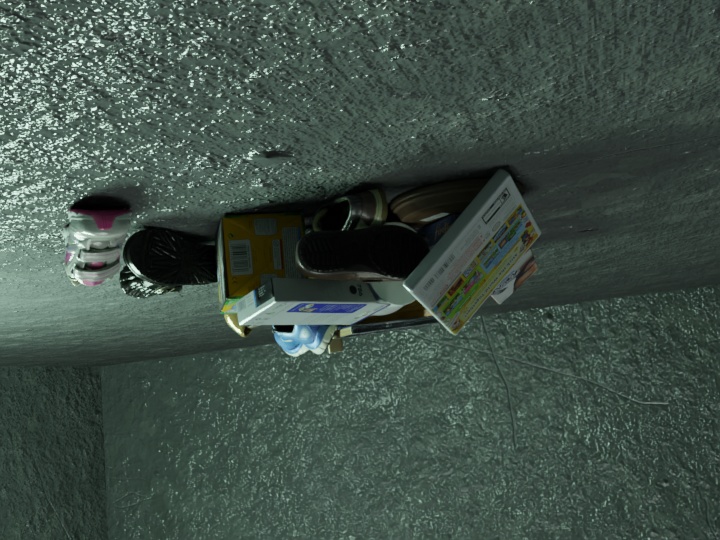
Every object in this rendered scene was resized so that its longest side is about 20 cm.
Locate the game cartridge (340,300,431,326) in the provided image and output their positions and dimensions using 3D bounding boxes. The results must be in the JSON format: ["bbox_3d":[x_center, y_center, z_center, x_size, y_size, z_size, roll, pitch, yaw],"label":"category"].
[{"bbox_3d":[0.058,0.014,1.357,0.197,0.177,0.033,-7,134,4],"label":"game cartridge"}]

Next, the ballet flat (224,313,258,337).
[{"bbox_3d":[-0.136,0.038,1.305,0.199,0.063,0.069,-40,157,1],"label":"ballet flat"}]

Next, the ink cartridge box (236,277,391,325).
[{"bbox_3d":[-0.063,0.045,1.081,0.198,0.040,0.099,5,155,-40],"label":"ink cartridge box"}]

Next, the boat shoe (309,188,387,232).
[{"bbox_3d":[-0.037,-0.064,1.089,0.065,0.073,0.200,6,161,-31],"label":"boat shoe"}]

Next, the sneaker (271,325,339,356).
[{"bbox_3d":[-0.111,0.094,1.345,0.089,0.079,0.200,37,158,-15],"label":"sneaker"}]

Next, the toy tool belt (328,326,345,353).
[{"bbox_3d":[-0.004,0.060,1.454,0.199,0.123,0.125,-32,165,-17],"label":"toy tool belt"}]

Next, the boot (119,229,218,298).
[{"bbox_3d":[-0.328,-0.005,1.215,0.156,0.081,0.210,-6,168,29],"label":"boot"}]

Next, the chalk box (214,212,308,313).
[{"bbox_3d":[-0.156,-0.004,1.194,0.122,0.126,0.200,-4,172,-14],"label":"chalk box"}]

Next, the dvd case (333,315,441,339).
[{"bbox_3d":[0.039,0.092,1.270,0.147,0.016,0.200,-7,174,-11],"label":"dvd case"}]

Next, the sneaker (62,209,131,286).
[{"bbox_3d":[-0.347,-0.028,1.029,0.080,0.089,0.200,-2,170,-24],"label":"sneaker"}]

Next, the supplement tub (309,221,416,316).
[{"bbox_3d":[0.000,0.000,1.210,0.143,0.146,0.199,0,173,-35],"label":"supplement tub"}]

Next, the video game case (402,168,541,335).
[{"bbox_3d":[0.160,-0.019,1.079,0.023,0.200,0.182,39,179,35],"label":"video game case"}]

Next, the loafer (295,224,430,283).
[{"bbox_3d":[0.001,-0.021,1.036,0.198,0.074,0.071,5,168,-24],"label":"loafer"}]

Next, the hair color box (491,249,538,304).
[{"bbox_3d":[0.273,-0.005,1.482,0.111,0.064,0.200,-44,162,6],"label":"hair color box"}]

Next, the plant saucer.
[{"bbox_3d":[0.142,-0.093,1.141,0.197,0.030,0.200,-5,172,-1],"label":"plant saucer"}]

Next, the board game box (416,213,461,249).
[{"bbox_3d":[0.151,-0.048,1.223,0.134,0.035,0.200,-1,170,-28],"label":"board game box"}]
